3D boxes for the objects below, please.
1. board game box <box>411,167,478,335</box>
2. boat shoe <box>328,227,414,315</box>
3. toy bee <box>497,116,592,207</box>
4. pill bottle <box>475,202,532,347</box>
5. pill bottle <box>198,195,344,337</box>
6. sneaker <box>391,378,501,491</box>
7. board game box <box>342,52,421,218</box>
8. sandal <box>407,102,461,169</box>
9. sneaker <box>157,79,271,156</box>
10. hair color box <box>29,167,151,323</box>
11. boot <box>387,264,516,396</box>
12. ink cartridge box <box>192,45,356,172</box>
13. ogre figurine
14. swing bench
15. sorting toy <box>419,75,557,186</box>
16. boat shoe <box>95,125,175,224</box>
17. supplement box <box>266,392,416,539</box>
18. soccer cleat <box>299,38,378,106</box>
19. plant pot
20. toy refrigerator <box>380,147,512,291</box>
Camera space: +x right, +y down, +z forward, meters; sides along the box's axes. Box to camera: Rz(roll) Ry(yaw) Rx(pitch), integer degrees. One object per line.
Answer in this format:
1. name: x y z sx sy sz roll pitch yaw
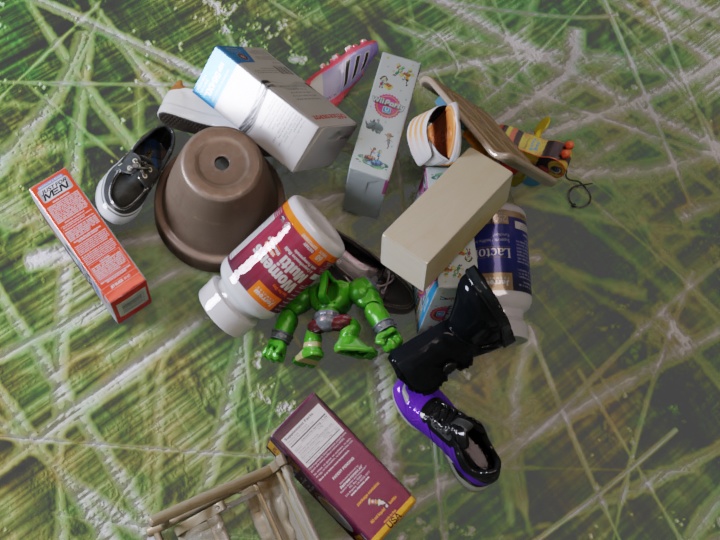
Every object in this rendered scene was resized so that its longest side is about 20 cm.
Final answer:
1. board game box: 0.117 -0.026 1.333 0.064 0.148 0.202 1 59 -10
2. boat shoe: 0.000 0.000 1.371 0.199 0.057 0.067 34 68 2
3. toy bee: 0.294 -0.189 1.460 0.198 0.109 0.132 7 69 -7
4. pill bottle: 0.198 0.009 1.371 0.114 0.116 0.202 1 74 -9
5. pill bottle: -0.127 -0.003 1.287 0.200 0.110 0.110 -42 81 10
6. sneaker: 0.130 0.220 1.297 0.069 0.100 0.200 -40 82 -21
7. board game box: 0.030 -0.202 1.389 0.064 0.148 0.202 15 70 -1
8. sandal: 0.093 -0.184 1.319 0.059 0.207 0.080 -2 85 -13
9. sneaker: -0.205 -0.242 1.408 0.198 0.073 0.085 20 67 -4
10. hair color box: -0.378 -0.033 1.289 0.064 0.111 0.201 -34 79 -17
11. boot: 0.114 0.090 1.218 0.167 0.200 0.077 -31 61 3
12. ink cartridge box: -0.123 -0.239 1.346 0.200 0.146 0.085 40 112 11
13. ogre figurine: -0.039 0.069 1.316 0.199 0.098 0.121 -15 62 32
14. swing bench: -0.149 0.376 1.187 0.199 0.130 0.200 -21 76 -21
15. sorting toy: 0.186 -0.200 1.358 0.037 0.185 0.200 -50 59 17
16. boat shoe: -0.321 -0.145 1.318 0.068 0.057 0.201 35 38 -16
17. supplement box: -0.030 0.275 1.247 0.200 0.110 0.086 45 71 7
18. soccer cleat: -0.042 -0.300 1.468 0.199 0.067 0.077 -38 103 -21
19. plant pot: -0.203 -0.118 1.315 0.198 0.175 0.202 3 72 -8
20. toy refrigerator: 0.117 -0.070 1.236 0.076 0.070 0.200 33 60 20
